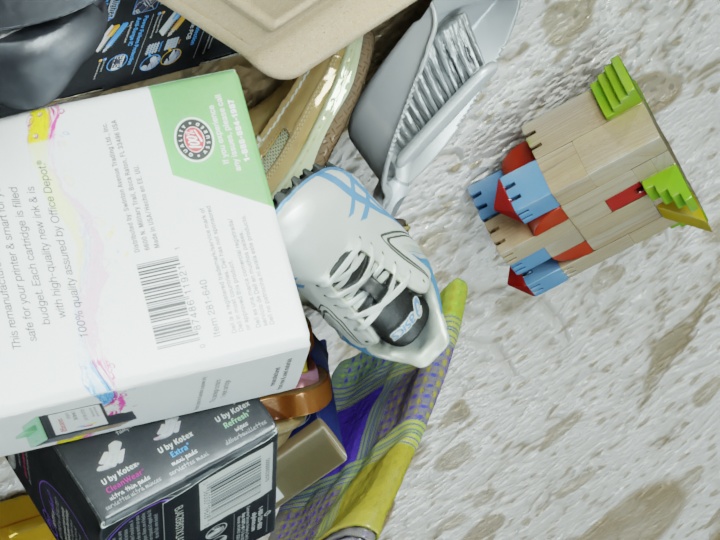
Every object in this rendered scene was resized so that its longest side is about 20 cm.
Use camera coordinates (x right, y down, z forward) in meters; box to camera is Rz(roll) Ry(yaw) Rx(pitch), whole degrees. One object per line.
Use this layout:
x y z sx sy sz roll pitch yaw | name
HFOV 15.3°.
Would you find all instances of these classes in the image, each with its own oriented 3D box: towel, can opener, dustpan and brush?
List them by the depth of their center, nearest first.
-0.204 -0.097 1.153 0.199 0.063 0.079 -12 116 -1 | can opener
0.026 -0.071 1.501 0.200 0.057 0.140 -50 170 24 | dustpan and brush
-0.003 0.104 1.598 0.144 0.023 0.200 -35 -156 51 | towel

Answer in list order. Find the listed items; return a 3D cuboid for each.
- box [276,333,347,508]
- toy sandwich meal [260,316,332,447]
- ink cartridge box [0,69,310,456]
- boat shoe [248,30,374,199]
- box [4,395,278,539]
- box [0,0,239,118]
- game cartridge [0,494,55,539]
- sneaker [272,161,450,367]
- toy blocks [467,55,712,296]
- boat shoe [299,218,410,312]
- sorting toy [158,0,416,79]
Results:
-0.070 0.100 1.655 0.121 0.032 0.200 -35 -163 8 | box
-0.116 0.066 1.542 0.204 0.071 0.205 -1 -174 0 | toy sandwich meal
-0.140 0.002 1.288 0.199 0.145 0.084 -13 163 -12 | ink cartridge box
-0.063 -0.054 1.450 0.201 0.076 0.072 -62 -178 9 | boat shoe
-0.137 0.057 1.390 0.106 0.200 0.122 -28 155 -19 | box
-0.084 -0.168 1.238 0.198 0.050 0.200 -20 152 -33 | box
-0.268 0.214 1.710 0.199 0.032 0.177 -13 147 -39 | game cartridge
0.000 0.000 1.437 0.072 0.072 0.200 -50 154 0 | sneaker
0.135 -0.050 1.715 0.136 0.100 0.200 -27 158 8 | toy blocks
-0.030 -0.010 1.587 0.072 0.060 0.200 -11 170 34 | boat shoe
-0.015 -0.174 1.201 0.185 0.037 0.200 -32 152 14 | sorting toy
